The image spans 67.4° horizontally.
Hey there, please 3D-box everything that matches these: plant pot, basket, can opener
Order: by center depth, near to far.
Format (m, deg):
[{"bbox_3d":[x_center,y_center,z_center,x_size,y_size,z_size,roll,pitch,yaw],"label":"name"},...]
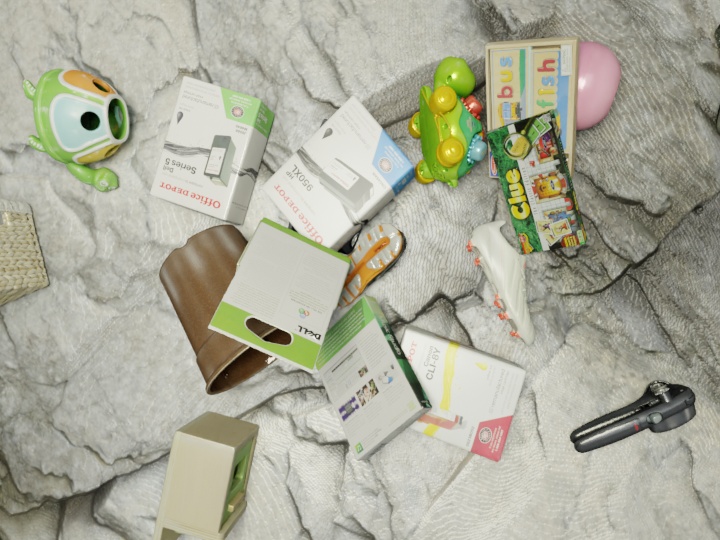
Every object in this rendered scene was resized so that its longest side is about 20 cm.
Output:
[{"bbox_3d":[0.419,0.231,0.830,0.195,0.063,0.081,-24,87,6],"label":"can opener"},{"bbox_3d":[-0.206,0.053,0.856,0.199,0.200,0.200,-38,77,5],"label":"plant pot"},{"bbox_3d":[-0.674,-0.015,0.906,0.195,0.198,0.165,-21,91,6],"label":"basket"}]

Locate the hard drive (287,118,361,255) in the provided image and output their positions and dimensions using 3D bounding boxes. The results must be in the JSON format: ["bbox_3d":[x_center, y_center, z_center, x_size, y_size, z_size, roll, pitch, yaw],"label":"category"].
[{"bbox_3d":[-0.042,-0.142,0.903,0.131,0.042,0.206,19,91,7],"label":"hard drive"}]

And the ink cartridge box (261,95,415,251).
[{"bbox_3d":[-0.032,-0.138,0.838,0.199,0.084,0.145,-43,86,6],"label":"ink cartridge box"}]

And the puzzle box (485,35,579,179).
[{"bbox_3d":[0.252,-0.235,0.803,0.130,0.025,0.205,10,125,33],"label":"puzzle box"}]

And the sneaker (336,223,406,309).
[{"bbox_3d":[0.000,0.000,0.884,0.198,0.077,0.080,-34,80,23],"label":"sneaker"}]

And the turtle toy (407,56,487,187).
[{"bbox_3d":[0.141,-0.232,0.845,0.098,0.146,0.207,-6,88,-13],"label":"turtle toy"}]

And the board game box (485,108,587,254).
[{"bbox_3d":[0.268,-0.128,0.821,0.103,0.023,0.205,-9,109,42],"label":"board game box"}]

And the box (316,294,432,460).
[{"bbox_3d":[0.009,0.163,0.837,0.144,0.036,0.203,-43,59,23],"label":"box"}]

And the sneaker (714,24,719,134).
[{"bbox_3d":[0.586,-0.312,0.820,0.074,0.115,0.205,3,117,2],"label":"sneaker"}]

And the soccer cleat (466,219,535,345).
[{"bbox_3d":[0.239,0.017,0.856,0.076,0.069,0.205,-25,83,3],"label":"soccer cleat"}]

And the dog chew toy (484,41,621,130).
[{"bbox_3d":[0.289,-0.294,0.830,0.195,0.124,0.128,18,91,14],"label":"dog chew toy"}]

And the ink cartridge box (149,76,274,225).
[{"bbox_3d":[-0.247,-0.196,0.909,0.141,0.084,0.206,17,91,7],"label":"ink cartridge box"}]

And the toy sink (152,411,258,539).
[{"bbox_3d":[-0.245,0.356,0.878,0.109,0.130,0.206,12,90,6],"label":"toy sink"}]

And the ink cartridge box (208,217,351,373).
[{"bbox_3d":[-0.109,0.045,0.735,0.145,0.203,0.076,24,137,-7],"label":"ink cartridge box"}]

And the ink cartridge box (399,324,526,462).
[{"bbox_3d":[0.142,0.189,0.855,0.195,0.083,0.149,18,91,7],"label":"ink cartridge box"}]

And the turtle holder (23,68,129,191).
[{"bbox_3d":[-0.468,-0.238,0.909,0.127,0.141,0.192,4,88,6],"label":"turtle holder"}]
